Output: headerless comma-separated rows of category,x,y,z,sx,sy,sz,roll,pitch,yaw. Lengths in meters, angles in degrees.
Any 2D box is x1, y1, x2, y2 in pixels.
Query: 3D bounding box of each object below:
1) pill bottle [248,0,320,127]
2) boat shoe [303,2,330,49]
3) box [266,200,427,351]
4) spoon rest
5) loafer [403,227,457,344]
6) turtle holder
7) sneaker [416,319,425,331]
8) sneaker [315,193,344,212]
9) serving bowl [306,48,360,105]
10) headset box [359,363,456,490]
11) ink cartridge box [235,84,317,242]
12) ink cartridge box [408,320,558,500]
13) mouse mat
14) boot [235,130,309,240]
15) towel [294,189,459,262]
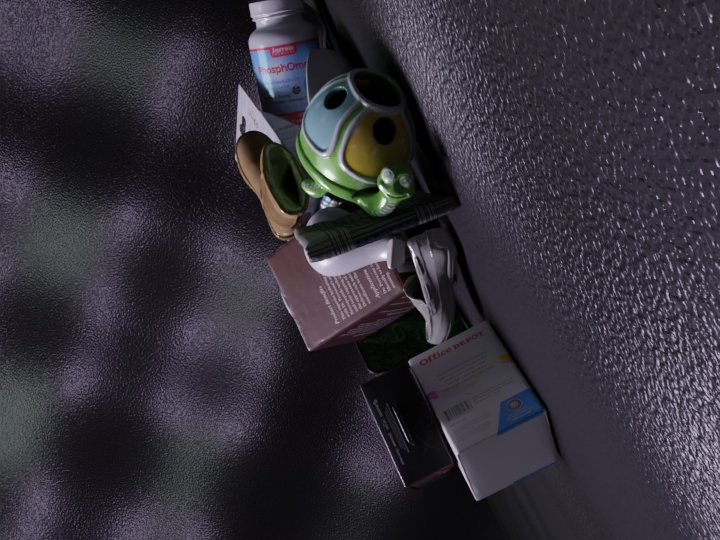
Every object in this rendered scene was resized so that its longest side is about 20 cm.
pill bottle,-0.111,-0.315,1.367,0.109,0.108,0.202,-122,20,-71
boat shoe,-0.084,-0.372,1.477,0.060,0.074,0.200,56,-178,39
box,0.000,0.000,1.366,0.164,0.199,0.167,-6,-113,-58
spoon rest,-0.008,-0.034,1.248,0.199,0.060,0.100,12,98,45
loafer,0.094,0.025,1.229,0.070,0.069,0.201,-101,5,-50
turtle holder,-0.002,-0.150,1.041,0.186,0.140,0.132,-80,13,-49
sneaker,0.157,0.143,1.582,0.087,0.075,0.200,47,-169,35
sneaker,-0.022,-0.131,1.430,0.078,0.086,0.200,42,-141,9
serving bowl,-0.022,-0.229,1.306,0.200,0.065,0.202,-9,-90,-79
headset box,0.069,0.221,1.238,0.200,0.075,0.149,65,180,-74
ink cartridge box,-0.128,-0.169,1.369,0.201,0.057,0.163,59,153,32
ink cartridge box,0.163,0.181,1.222,0.201,0.128,0.126,-116,1,-47
mouse mat,0.085,0.107,1.485,0.161,0.198,0.008,-119,28,-52
boot,-0.115,-0.133,1.180,0.176,0.066,0.200,62,171,6
towel,0.013,-0.064,1.109,0.200,0.191,0.035,-136,26,-80
